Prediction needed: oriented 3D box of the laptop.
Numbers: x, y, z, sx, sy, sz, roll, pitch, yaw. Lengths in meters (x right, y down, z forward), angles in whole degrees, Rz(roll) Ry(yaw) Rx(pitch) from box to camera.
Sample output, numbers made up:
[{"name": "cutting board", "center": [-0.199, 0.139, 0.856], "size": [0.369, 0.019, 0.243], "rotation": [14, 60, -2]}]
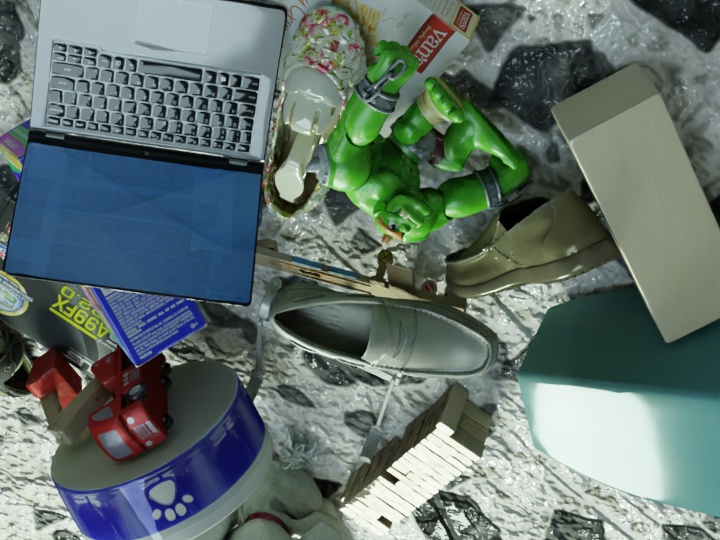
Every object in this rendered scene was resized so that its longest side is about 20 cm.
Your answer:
[{"name": "laptop", "center": [-0.159, -0.099, 1.096], "size": [0.185, 0.116, 0.202], "rotation": [7, 113, -8]}]

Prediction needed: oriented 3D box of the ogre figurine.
[{"name": "ogre figurine", "center": [0.043, -0.086, 1.131], "size": [0.120, 0.200, 0.099], "rotation": [-41, 68, 15]}]

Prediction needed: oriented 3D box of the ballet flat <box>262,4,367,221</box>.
[{"name": "ballet flat", "center": [-0.037, -0.112, 1.148], "size": [0.075, 0.064, 0.201], "rotation": [21, 138, 8]}]

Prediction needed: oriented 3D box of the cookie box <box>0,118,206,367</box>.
[{"name": "cookie box", "center": [-0.224, -0.036, 1.256], "size": [0.201, 0.075, 0.171], "rotation": [63, 168, -18]}]

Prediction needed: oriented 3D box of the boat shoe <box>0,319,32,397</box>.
[{"name": "boat shoe", "center": [-0.369, 0.080, 1.477], "size": [0.065, 0.073, 0.201], "rotation": [7, 158, 3]}]

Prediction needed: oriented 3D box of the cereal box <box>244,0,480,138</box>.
[{"name": "cereal box", "center": [-0.026, -0.200, 1.134], "size": [0.199, 0.040, 0.144], "rotation": [35, 135, -9]}]

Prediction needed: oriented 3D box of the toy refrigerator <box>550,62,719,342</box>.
[{"name": "toy refrigerator", "center": [0.223, -0.051, 1.129], "size": [0.075, 0.070, 0.201], "rotation": [-27, 119, 8]}]

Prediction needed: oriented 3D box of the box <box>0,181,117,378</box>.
[{"name": "box", "center": [-0.276, 0.017, 1.426], "size": [0.199, 0.044, 0.160], "rotation": [35, 133, -9]}]

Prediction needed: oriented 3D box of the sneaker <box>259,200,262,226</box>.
[{"name": "sneaker", "center": [-0.117, -0.078, 1.261], "size": [0.089, 0.075, 0.201], "rotation": [27, 143, 0]}]

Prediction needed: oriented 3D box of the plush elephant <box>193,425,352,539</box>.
[{"name": "plush elephant", "center": [-0.094, 0.278, 1.498], "size": [0.163, 0.156, 0.201], "rotation": [18, 134, 7]}]

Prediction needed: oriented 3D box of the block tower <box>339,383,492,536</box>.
[{"name": "block tower", "center": [0.053, 0.190, 1.431], "size": [0.058, 0.054, 0.200], "rotation": [33, 134, -9]}]

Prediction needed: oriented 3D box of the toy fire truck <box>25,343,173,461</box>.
[{"name": "toy fire truck", "center": [-0.247, 0.120, 1.375], "size": [0.140, 0.201, 0.049], "rotation": [-31, 118, 8]}]

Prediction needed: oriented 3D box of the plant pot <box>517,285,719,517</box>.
[{"name": "plant pot", "center": [0.242, 0.098, 1.220], "size": [0.198, 0.142, 0.142], "rotation": [6, 131, 28]}]

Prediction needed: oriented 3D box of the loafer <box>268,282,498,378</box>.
[{"name": "loafer", "center": [0.018, 0.056, 1.243], "size": [0.197, 0.070, 0.071], "rotation": [9, 101, 6]}]

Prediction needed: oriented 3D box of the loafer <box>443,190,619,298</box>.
[{"name": "loafer", "center": [0.132, -0.023, 1.183], "size": [0.199, 0.075, 0.068], "rotation": [-13, 93, 58]}]

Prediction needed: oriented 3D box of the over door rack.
[{"name": "over door rack", "center": [-0.032, 0.088, 1.378], "size": [0.146, 0.067, 0.201], "rotation": [24, 147, 4]}]

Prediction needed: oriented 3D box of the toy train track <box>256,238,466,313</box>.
[{"name": "toy train track", "center": [0.000, 0.000, 1.292], "size": [0.198, 0.033, 0.115], "rotation": [14, 154, 10]}]

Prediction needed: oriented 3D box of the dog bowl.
[{"name": "dog bowl", "center": [-0.186, 0.173, 1.374], "size": [0.198, 0.201, 0.079], "rotation": [-11, 117, 30]}]
